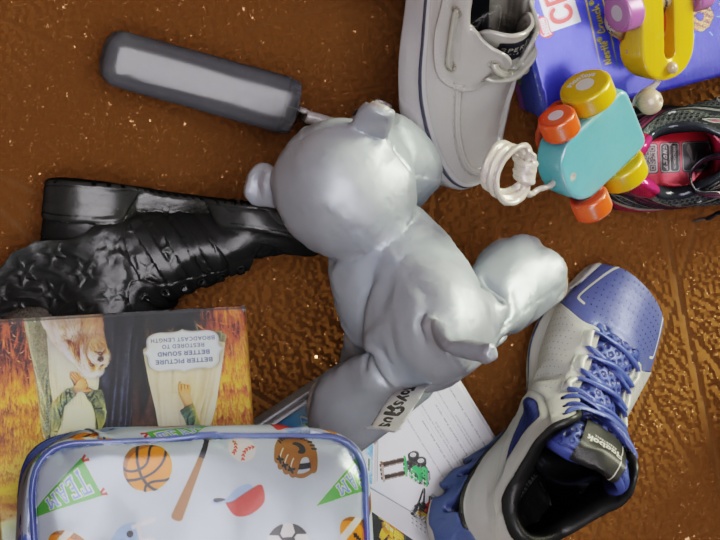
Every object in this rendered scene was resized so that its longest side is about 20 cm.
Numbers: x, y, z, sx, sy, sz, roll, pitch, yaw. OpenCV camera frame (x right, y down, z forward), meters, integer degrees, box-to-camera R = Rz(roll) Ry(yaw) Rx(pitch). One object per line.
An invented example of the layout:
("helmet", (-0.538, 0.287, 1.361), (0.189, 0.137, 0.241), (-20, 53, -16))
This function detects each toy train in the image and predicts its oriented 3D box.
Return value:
("toy train", (0.118, -0.130, 1.626), (0.150, 0.056, 0.201), (15, 94, -41))

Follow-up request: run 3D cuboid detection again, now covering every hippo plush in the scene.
("hippo plush", (0.000, 0.000, 1.623), (0.159, 0.200, 0.161), (-37, 89, 24))

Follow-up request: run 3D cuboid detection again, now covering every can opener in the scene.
("can opener", (-0.056, -0.087, 1.695), (0.199, 0.053, 0.067), (20, 91, -10))

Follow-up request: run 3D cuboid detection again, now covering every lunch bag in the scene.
("lunch bag", (-0.091, 0.162, 1.554), (0.199, 0.076, 0.161), (-1, 88, -13))

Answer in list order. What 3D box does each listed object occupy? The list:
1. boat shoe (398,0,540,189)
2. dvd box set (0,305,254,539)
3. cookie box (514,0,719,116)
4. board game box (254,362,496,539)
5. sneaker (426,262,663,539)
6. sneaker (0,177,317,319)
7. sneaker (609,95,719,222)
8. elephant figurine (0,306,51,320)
("boat shoe", (0.069, -0.134, 1.650), (0.072, 0.066, 0.201), (-19, 120, -43))
("dvd box set", (-0.128, 0.123, 1.604), (0.146, 0.029, 0.201), (-2, 86, -12))
("cookie box", (0.174, -0.195, 1.714), (0.199, 0.075, 0.172), (-14, 98, -8))
("board game box", (0.033, 0.143, 1.735), (0.126, 0.035, 0.200), (-33, 99, -7))
("sneaker", (0.129, 0.090, 1.686), (0.081, 0.115, 0.200), (40, 68, -17))
("sneaker", (-0.122, 0.005, 1.690), (0.199, 0.060, 0.105), (8, 92, -5))
("sneaker", (0.233, -0.068, 1.734), (0.199, 0.075, 0.081), (-13, 96, -9))
("elephant figurine", (-0.292, 0.083, 1.638), (0.155, 0.141, 0.201), (25, 85, -44))
